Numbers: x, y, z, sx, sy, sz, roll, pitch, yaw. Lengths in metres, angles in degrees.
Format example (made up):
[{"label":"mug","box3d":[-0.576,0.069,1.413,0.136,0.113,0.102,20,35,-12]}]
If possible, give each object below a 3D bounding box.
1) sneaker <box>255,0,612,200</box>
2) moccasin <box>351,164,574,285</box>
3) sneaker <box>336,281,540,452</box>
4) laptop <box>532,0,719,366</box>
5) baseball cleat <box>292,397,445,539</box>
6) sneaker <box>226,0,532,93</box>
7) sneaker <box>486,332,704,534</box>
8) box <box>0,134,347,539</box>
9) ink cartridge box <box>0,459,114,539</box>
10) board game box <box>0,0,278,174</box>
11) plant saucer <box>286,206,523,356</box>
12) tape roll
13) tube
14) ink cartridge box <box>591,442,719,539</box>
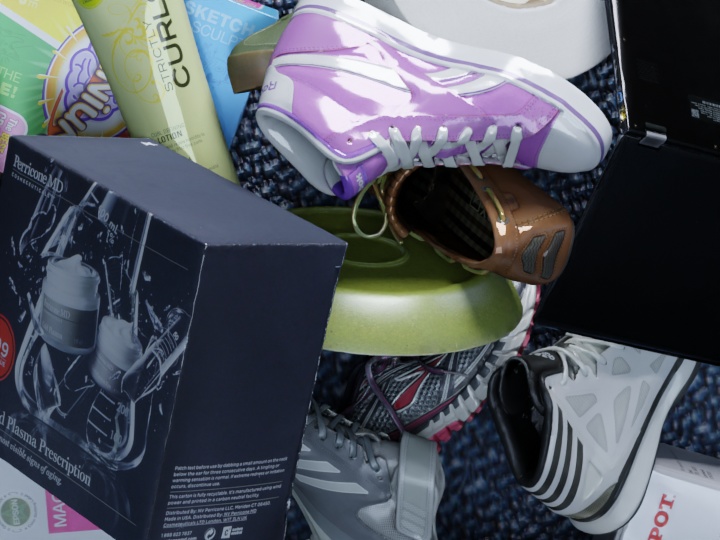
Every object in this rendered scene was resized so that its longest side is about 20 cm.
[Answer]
[{"label":"sneaker","box3d":[0.037,-0.073,1.552,0.200,0.073,0.115,19,59,6]},{"label":"moccasin","box3d":[0.041,-0.047,1.623,0.077,0.201,0.074,3,118,-37]},{"label":"sneaker","box3d":[0.039,0.068,1.701,0.075,0.081,0.200,39,98,-8]},{"label":"laptop","box3d":[0.202,-0.063,1.654,0.187,0.116,0.201,13,58,-29]},{"label":"baseball cleat","box3d":[-0.014,0.102,1.649,0.106,0.070,0.200,-23,119,19]},{"label":"sneaker","box3d":[0.004,-0.173,1.644,0.199,0.067,0.090,-17,93,-16]},{"label":"sneaker","box3d":[0.145,0.051,1.659,0.115,0.075,0.201,32,70,-45]},{"label":"box","box3d":[-0.122,0.038,1.536,0.104,0.200,0.183,0,108,-41]},{"label":"ink cartridge box","box3d":[-0.164,0.095,1.699,0.164,0.075,0.201,-5,103,-3]},{"label":"board game box","box3d":[-0.168,-0.123,1.667,0.199,0.040,0.154,20,101,-7]},{"label":"plant saucer","box3d":[0.000,0.000,1.621,0.199,0.200,0.031,5,110,-4]},{"label":"tape roll","box3d":[0.085,-0.207,1.621,0.202,0.037,0.204,2,85,-27]},{"label":"tube","box3d":[-0.125,-0.121,1.626,0.058,0.052,0.201,-24,100,-32]},{"label":"ink cartridge box","box3d":[0.245,0.204,1.740,0.199,0.084,0.146,16,101,-6]}]
